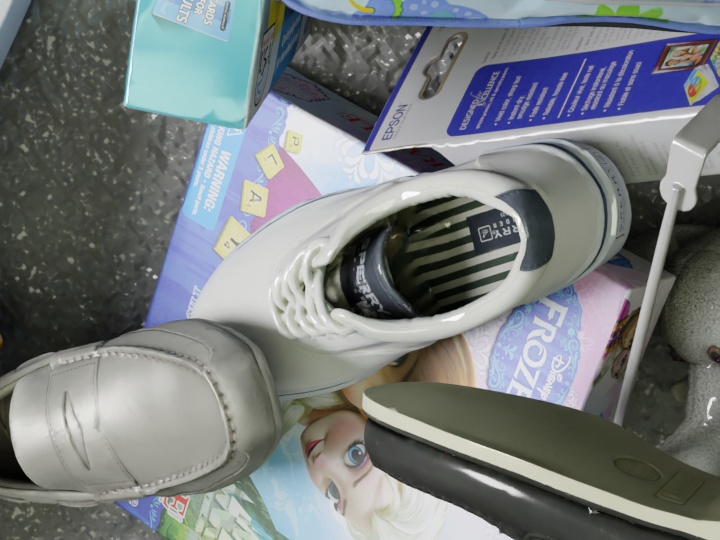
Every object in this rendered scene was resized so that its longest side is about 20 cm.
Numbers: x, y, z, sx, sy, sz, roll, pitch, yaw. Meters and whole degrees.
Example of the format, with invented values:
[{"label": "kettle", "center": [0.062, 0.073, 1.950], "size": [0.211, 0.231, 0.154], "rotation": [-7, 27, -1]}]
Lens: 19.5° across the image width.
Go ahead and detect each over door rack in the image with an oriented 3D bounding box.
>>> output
[{"label": "over door rack", "center": [0.141, 0.062, 0.697], "size": [0.147, 0.067, 0.201], "rotation": [28, 124, 22]}]

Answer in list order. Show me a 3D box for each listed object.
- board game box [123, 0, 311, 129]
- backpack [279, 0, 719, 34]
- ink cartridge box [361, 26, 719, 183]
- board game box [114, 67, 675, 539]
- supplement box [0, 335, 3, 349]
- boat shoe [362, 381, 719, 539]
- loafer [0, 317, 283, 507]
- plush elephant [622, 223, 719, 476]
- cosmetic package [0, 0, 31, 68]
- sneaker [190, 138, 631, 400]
[{"label": "board game box", "center": [-0.035, -0.168, 0.753], "size": [0.047, 0.151, 0.201], "rotation": [11, 110, 3]}, {"label": "backpack", "center": [0.057, -0.171, 0.605], "size": [0.182, 0.147, 0.201], "rotation": [2, 107, -9]}, {"label": "ink cartridge box", "center": [0.103, -0.074, 0.766], "size": [0.199, 0.095, 0.037], "rotation": [-3, 134, 33]}, {"label": "board game box", "center": [0.001, 0.048, 0.835], "size": [0.199, 0.041, 0.201], "rotation": [29, 113, 27]}, {"label": "supplement box", "center": [-0.264, 0.018, 0.866], "size": [0.200, 0.074, 0.126], "rotation": [39, 80, -6]}, {"label": "boat shoe", "center": [0.083, 0.085, 0.660], "size": [0.200, 0.074, 0.063], "rotation": [19, 107, 27]}, {"label": "loafer", "center": [-0.100, 0.062, 0.813], "size": [0.200, 0.070, 0.070], "rotation": [-17, 91, 54]}, {"label": "plush elephant", "center": [0.171, 0.046, 0.796], "size": [0.154, 0.165, 0.201], "rotation": [18, 83, -11]}, {"label": "cosmetic package", "center": [-0.228, -0.073, 0.815], "size": [0.150, 0.052, 0.201], "rotation": [23, 81, -3]}, {"label": "sneaker", "center": [0.000, 0.000, 0.759], "size": [0.199, 0.071, 0.073], "rotation": [-25, 82, 37]}]
